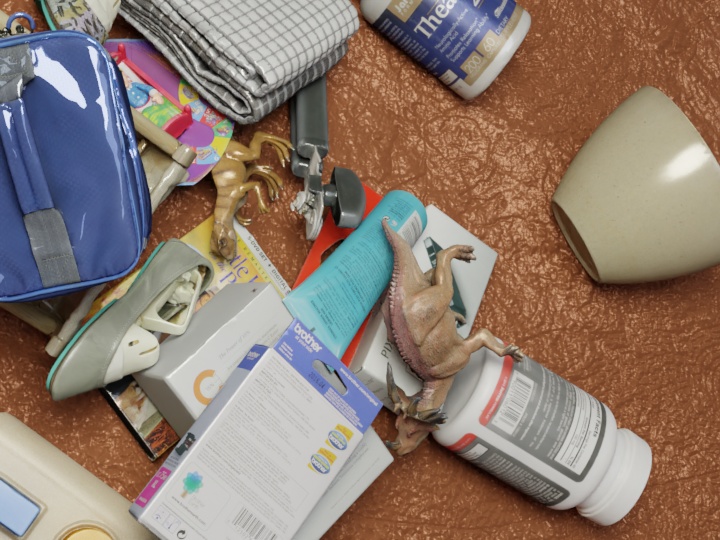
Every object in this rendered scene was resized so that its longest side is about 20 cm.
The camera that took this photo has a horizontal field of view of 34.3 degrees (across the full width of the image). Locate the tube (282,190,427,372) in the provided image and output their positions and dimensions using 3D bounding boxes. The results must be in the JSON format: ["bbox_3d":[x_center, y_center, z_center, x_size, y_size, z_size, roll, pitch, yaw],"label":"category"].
[{"bbox_3d":[0.000,0.000,1.054,0.078,0.050,0.200,52,43,-13],"label":"tube"}]

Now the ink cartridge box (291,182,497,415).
[{"bbox_3d":[0.030,0.019,1.130,0.172,0.043,0.202,35,58,-17],"label":"ink cartridge box"}]

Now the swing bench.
[{"bbox_3d":[-0.269,-0.072,0.973,0.199,0.130,0.200,36,89,-11],"label":"swing bench"}]

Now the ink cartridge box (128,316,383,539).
[{"bbox_3d":[-0.080,0.150,0.944,0.119,0.042,0.201,44,74,-22],"label":"ink cartridge box"}]

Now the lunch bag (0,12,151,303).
[{"bbox_3d":[-0.228,-0.083,0.846,0.133,0.132,0.204,-13,99,-8],"label":"lunch bag"}]

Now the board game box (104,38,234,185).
[{"bbox_3d":[-0.212,-0.155,1.062,0.196,0.039,0.161,-2,66,-6],"label":"board game box"}]

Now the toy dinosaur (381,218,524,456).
[{"bbox_3d":[0.053,0.058,1.029,0.135,0.085,0.203,-32,105,-29],"label":"toy dinosaur"}]

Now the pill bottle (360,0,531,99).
[{"bbox_3d":[0.070,-0.279,1.205,0.199,0.111,0.112,37,66,-10],"label":"pill bottle"}]

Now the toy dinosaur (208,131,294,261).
[{"bbox_3d":[-0.122,-0.109,1.093,0.105,0.060,0.203,1,59,-31],"label":"toy dinosaur"}]

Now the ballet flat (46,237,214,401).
[{"bbox_3d":[-0.184,0.045,0.978,0.063,0.068,0.201,27,43,6],"label":"ballet flat"}]

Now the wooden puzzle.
[{"bbox_3d":[-0.283,0.247,0.963,0.184,0.046,0.201,38,66,-9],"label":"wooden puzzle"}]

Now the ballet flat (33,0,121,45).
[{"bbox_3d":[-0.246,-0.234,1.019,0.071,0.200,0.073,-7,113,-18],"label":"ballet flat"}]

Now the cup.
[{"bbox_3d":[0.283,-0.067,1.213,0.142,0.200,0.202,-31,89,2],"label":"cup"}]

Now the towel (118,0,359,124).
[{"bbox_3d":[-0.120,-0.244,1.095,0.199,0.086,0.165,41,48,7],"label":"towel"}]

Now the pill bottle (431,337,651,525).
[{"bbox_3d":[0.176,0.160,1.134,0.198,0.116,0.117,32,67,-12],"label":"pill bottle"}]

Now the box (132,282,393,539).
[{"bbox_3d":[-0.085,0.127,1.020,0.124,0.097,0.201,-42,108,-24],"label":"box"}]

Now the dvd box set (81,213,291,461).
[{"bbox_3d":[-0.156,0.054,1.073,0.199,0.029,0.147,-38,92,-25],"label":"dvd box set"}]

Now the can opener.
[{"bbox_3d":[-0.038,-0.112,1.116,0.065,0.053,0.203,5,51,-17],"label":"can opener"}]
